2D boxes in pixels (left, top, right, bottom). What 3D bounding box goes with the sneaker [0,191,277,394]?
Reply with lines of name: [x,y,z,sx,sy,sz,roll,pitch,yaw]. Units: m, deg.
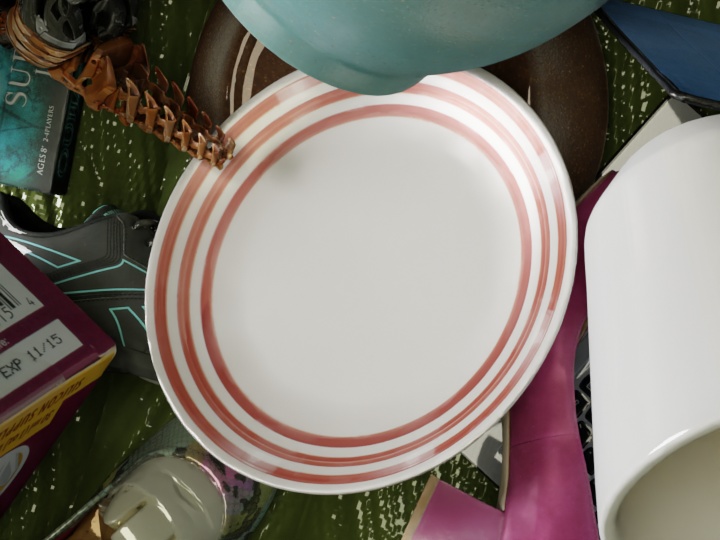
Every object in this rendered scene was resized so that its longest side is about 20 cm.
sneaker: [-0.094,0.013,0.977,0.199,0.075,0.080,8,90,11]

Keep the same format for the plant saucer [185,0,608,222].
plant saucer: [0.011,-0.075,0.968,0.199,0.037,0.201,0,89,14]

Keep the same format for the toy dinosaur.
toy dinosaur: [-0.121,-0.134,0.954,0.200,0.102,0.136,38,131,-8]

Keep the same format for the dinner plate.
dinner plate: [0.000,0.000,0.915,0.199,0.024,0.201,-10,65,21]

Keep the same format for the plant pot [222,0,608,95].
plant pot: [0.015,-0.156,0.867,0.200,0.200,0.134,48,126,7]

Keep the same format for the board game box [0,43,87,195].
board game box: [-0.187,-0.146,1.017,0.135,0.028,0.201,11,93,10]

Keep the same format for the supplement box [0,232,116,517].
supplement box: [-0.218,0.086,0.938,0.103,0.131,0.200,43,125,7]

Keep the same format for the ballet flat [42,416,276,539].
ballet flat: [-0.117,0.134,0.984,0.200,0.071,0.069,-39,83,9]

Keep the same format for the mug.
mug: [0.169,0.026,0.834,0.186,0.150,0.154,8,51,-22]

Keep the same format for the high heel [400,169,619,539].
high heel: [0.097,0.058,0.904,0.096,0.067,0.201,24,73,11]

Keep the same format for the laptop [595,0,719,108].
laptop: [0.213,-0.114,0.834,0.200,0.187,0.116,-41,107,9]

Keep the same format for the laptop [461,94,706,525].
laptop: [0.141,0.056,0.909,0.200,0.116,0.187,43,98,8]
